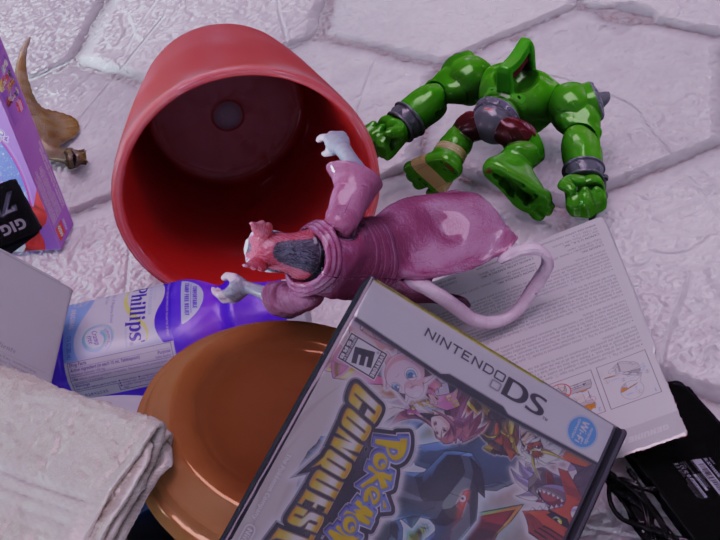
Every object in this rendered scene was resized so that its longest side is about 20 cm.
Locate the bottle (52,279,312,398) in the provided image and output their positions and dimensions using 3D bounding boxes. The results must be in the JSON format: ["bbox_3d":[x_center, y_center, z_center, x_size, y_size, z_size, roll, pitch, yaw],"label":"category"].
[{"bbox_3d":[-0.135,0.048,1.066,0.199,0.066,0.084,-12,39,4],"label":"bottle"}]

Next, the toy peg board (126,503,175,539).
[{"bbox_3d":[-0.145,0.201,0.868,0.199,0.098,0.200,8,46,25],"label":"toy peg board"}]

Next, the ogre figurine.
[{"bbox_3d":[0.114,-0.113,1.151,0.199,0.098,0.120,7,55,40],"label":"ogre figurine"}]

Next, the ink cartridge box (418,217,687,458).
[{"bbox_3d":[0.116,0.069,0.964,0.160,0.050,0.201,-21,45,8],"label":"ink cartridge box"}]

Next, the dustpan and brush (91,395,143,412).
[{"bbox_3d":[-0.179,0.117,0.991,0.199,0.058,0.139,11,11,29],"label":"dustpan and brush"}]

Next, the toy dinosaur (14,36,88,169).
[{"bbox_3d":[-0.315,-0.136,1.359,0.101,0.058,0.200,-15,45,-23],"label":"toy dinosaur"}]

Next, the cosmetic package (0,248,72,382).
[{"bbox_3d":[-0.264,0.096,0.986,0.101,0.074,0.201,-31,39,40],"label":"cosmetic package"}]

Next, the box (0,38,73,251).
[{"bbox_3d":[-0.332,-0.101,1.195,0.136,0.201,0.039,-3,38,14],"label":"box"}]

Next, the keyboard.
[{"bbox_3d":[0.197,0.141,0.883,0.103,0.040,0.200,-5,31,-16],"label":"keyboard"}]

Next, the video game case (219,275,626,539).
[{"bbox_3d":[0.034,0.132,0.827,0.180,0.026,0.201,31,69,-5],"label":"video game case"}]

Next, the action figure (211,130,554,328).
[{"bbox_3d":[0.000,0.000,0.935,0.199,0.134,0.149,-3,37,-50],"label":"action figure"}]

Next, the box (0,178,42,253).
[{"bbox_3d":[-0.360,0.015,1.073,0.200,0.050,0.198,-28,-1,-39],"label":"box"}]

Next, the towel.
[{"bbox_3d":[-0.214,0.122,0.856,0.199,0.035,0.133,16,63,27],"label":"towel"}]

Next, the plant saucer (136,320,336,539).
[{"bbox_3d":[-0.040,0.099,0.889,0.199,0.038,0.201,6,42,-6],"label":"plant saucer"}]

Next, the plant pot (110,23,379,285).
[{"bbox_3d":[-0.098,-0.098,1.143,0.199,0.201,0.178,-18,30,-3],"label":"plant pot"}]
